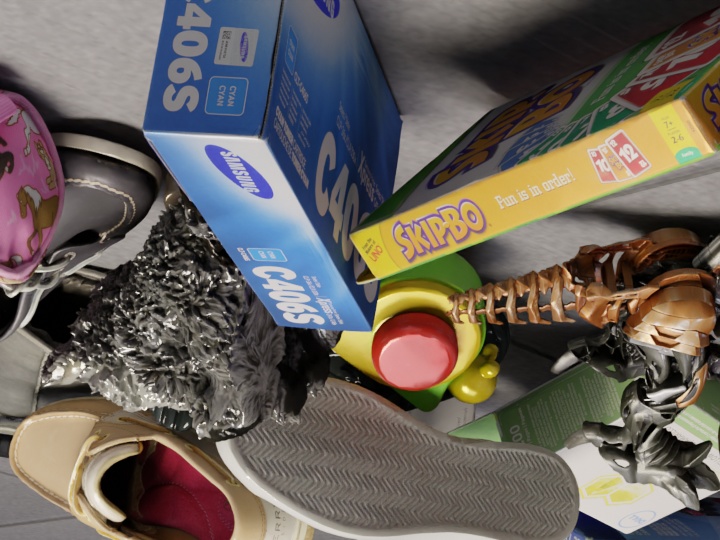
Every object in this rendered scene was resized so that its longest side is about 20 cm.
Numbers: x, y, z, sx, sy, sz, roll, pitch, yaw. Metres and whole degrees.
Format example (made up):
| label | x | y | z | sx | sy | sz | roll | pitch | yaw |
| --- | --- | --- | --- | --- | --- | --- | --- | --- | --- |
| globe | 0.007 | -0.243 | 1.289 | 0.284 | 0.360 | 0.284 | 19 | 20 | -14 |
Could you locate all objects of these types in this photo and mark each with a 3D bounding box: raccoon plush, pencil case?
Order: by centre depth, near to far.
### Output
| label | x | y | z | sx | sy | sz | roll | pitch | yaw |
| --- | --- | --- | --- | --- | --- | --- | --- | --- | --- |
| raccoon plush | -0.084 | -0.016 | 0.903 | 0.133 | 0.201 | 0.097 | 13 | -149 | 31 |
| pencil case | -0.225 | -0.033 | 0.923 | 0.199 | 0.083 | 0.087 | -3 | 146 | 31 |

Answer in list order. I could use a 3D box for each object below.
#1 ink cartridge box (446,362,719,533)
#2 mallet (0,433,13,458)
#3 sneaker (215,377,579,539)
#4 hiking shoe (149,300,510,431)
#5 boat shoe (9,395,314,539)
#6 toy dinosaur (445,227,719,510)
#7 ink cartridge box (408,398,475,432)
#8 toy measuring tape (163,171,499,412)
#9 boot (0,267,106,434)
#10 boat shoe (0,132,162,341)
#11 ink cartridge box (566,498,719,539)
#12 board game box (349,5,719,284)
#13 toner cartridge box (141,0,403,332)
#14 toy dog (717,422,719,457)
| label | x | y | z | sx | sy | sz | roll | pitch | yaw |
| --- | --- | --- | --- | --- | --- | --- | --- | --- | --- |
| ink cartridge box | 0.113 | 0.112 | 1.158 | 0.199 | 0.048 | 0.145 | -30 | 147 | 21 |
| mallet | -0.149 | 0.105 | 1.177 | 0.198 | 0.041 | 0.066 | 8 | 158 | 17 |
| sneaker | -0.003 | 0.106 | 1.035 | 0.199 | 0.074 | 0.115 | 19 | 161 | -27 |
| hiking shoe | -0.015 | 0.034 | 1.088 | 0.198 | 0.075 | 0.087 | -6 | -171 | 17 |
| boat shoe | -0.119 | 0.109 | 1.099 | 0.199 | 0.074 | 0.069 | 11 | -178 | 34 |
| toy dinosaur | 0.144 | 0.020 | 0.949 | 0.199 | 0.102 | 0.136 | 20 | 138 | 6 |
| ink cartridge box | -0.045 | 0.089 | 1.234 | 0.199 | 0.068 | 0.117 | 15 | 160 | -19 |
| toy measuring tape | 0.000 | 0.000 | 0.976 | 0.200 | 0.074 | 0.073 | 38 | 149 | -27 |
| boot | -0.208 | 0.049 | 1.186 | 0.180 | 0.073 | 0.200 | 4 | 167 | -10 |
| boat shoe | -0.150 | -0.011 | 0.989 | 0.072 | 0.063 | 0.200 | 19 | 158 | -22 |
| ink cartridge box | 0.176 | 0.189 | 1.300 | 0.198 | 0.077 | 0.136 | 2 | -174 | -16 |
| board game box | 0.075 | -0.047 | 0.734 | 0.030 | 0.095 | 0.200 | 54 | 144 | -8 |
| toner cartridge box | -0.026 | -0.053 | 0.759 | 0.043 | 0.096 | 0.200 | 3 | 162 | 12 |
| toy dog | 0.257 | 0.128 | 1.060 | 0.139 | 0.194 | 0.201 | 9 | 134 | 49 |
